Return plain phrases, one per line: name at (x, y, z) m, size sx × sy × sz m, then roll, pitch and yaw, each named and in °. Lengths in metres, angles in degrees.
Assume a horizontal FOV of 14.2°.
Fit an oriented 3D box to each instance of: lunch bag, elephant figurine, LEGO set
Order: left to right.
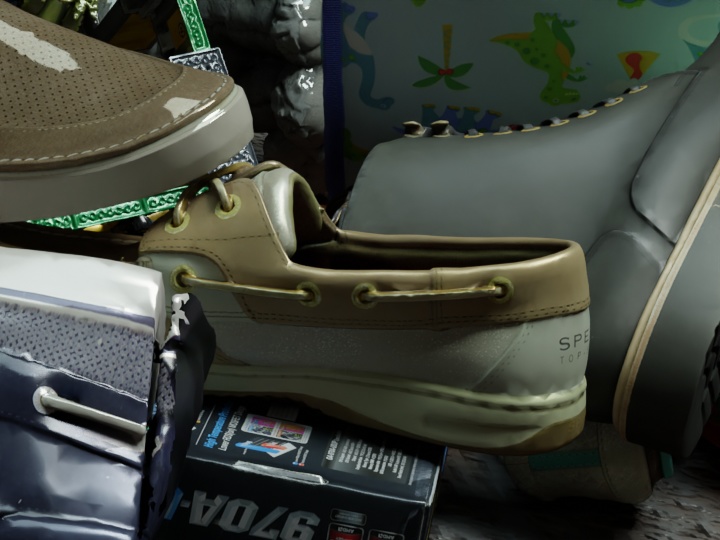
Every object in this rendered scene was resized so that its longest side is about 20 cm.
LEGO set at (-0.124, -0.069, 1.118) m, size 0.153 × 0.201 × 0.116 m, roll -21°, pitch -9°, yaw -29°
elephant figurine at (-0.095, -0.109, 1.393) m, size 0.198 × 0.143 × 0.155 m, roll -2°, pitch -21°, yaw 19°
lunch bag at (0.068, -0.107, 1.142) m, size 0.169 × 0.128 × 0.200 m, roll 2°, pitch -21°, yaw 2°

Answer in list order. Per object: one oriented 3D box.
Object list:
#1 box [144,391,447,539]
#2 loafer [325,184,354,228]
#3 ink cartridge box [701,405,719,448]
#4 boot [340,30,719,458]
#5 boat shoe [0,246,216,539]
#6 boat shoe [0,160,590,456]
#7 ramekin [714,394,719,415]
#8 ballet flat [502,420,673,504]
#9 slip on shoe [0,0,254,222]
box at (-0.051, 0.049, 0.897) m, size 0.158 × 0.046 × 0.200 m, roll 11°, pitch 13°, yaw 2°
loafer at (0.000, 0.000, 1.092) m, size 0.072 × 0.073 × 0.200 m, roll -1°, pitch 7°, yaw -10°
ink cartridge box at (0.233, 0.058, 1.081) m, size 0.199 × 0.050 × 0.161 m, roll 6°, pitch 13°, yaw -26°
boot at (0.074, -0.046, 0.957) m, size 0.137 × 0.078 × 0.201 m, roll 17°, pitch 53°, yaw 14°
boat shoe at (-0.140, 0.040, 0.756) m, size 0.198 × 0.075 × 0.093 m, roll 5°, pitch 56°, yaw -1°
boat shoe at (-0.027, 0.002, 0.859) m, size 0.198 × 0.067 × 0.074 m, roll 10°, pitch 14°, yaw 6°
ramekin at (0.214, 0.002, 1.059) m, size 0.198 × 0.098 × 0.200 m, roll -5°, pitch 19°, yaw 2°
ballet flat at (0.082, 0.035, 1.032) m, size 0.062 × 0.068 × 0.200 m, roll -11°, pitch 8°, yaw 11°
slip on shoe at (-0.126, -0.061, 0.882) m, size 0.199 × 0.061 × 0.076 m, roll 7°, pitch 30°, yaw 32°
